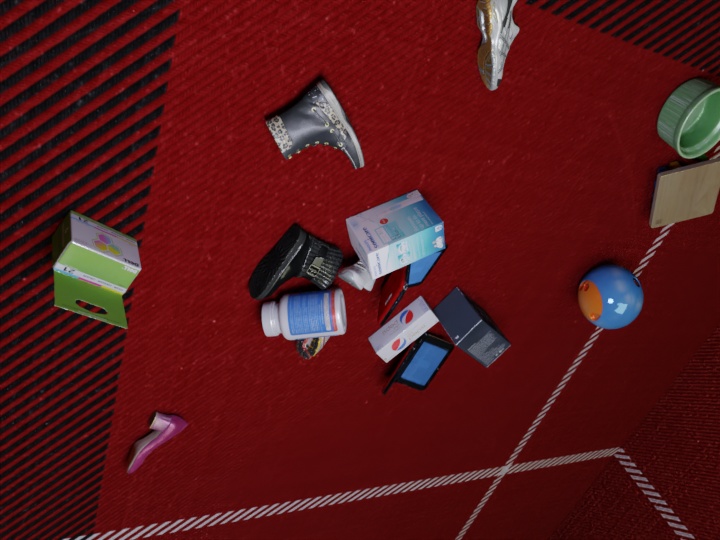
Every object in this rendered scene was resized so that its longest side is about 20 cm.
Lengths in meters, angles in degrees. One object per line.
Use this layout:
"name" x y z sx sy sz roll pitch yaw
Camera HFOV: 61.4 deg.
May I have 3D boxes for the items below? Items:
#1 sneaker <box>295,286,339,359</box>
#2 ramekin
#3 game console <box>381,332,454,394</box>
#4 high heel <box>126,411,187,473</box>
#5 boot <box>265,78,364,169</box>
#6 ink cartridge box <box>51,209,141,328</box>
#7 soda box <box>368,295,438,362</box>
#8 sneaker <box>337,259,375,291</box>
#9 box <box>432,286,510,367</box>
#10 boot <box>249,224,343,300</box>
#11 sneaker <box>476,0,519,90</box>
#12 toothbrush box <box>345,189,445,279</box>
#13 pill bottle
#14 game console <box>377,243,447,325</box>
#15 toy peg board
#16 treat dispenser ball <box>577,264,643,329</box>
"sneaker" -0.102 0.130 1.576 0.203 0.077 0.082 -61 165 15
"ramekin" 0.913 -0.421 1.655 0.195 0.098 0.204 -16 132 -17
"game console" 0.173 0.295 1.817 0.203 0.117 0.172 -60 171 24
"high heel" -0.541 0.463 1.603 0.095 0.067 0.203 26 98 -30
"boot" -0.089 -0.268 1.244 0.151 0.074 0.205 -31 129 1
"ink cartridge box" -0.495 -0.001 1.146 0.076 0.202 0.146 -47 134 15
"soda box" 0.123 0.169 1.730 0.199 0.064 0.068 -39 135 6
"sneaker" 0.000 0.000 1.483 0.082 0.069 0.200 -60 168 6
"box" 0.327 0.168 1.783 0.107 0.150 0.199 -44 135 12
"boot" -0.149 0.008 1.433 0.212 0.080 0.157 -47 134 13
"sneaker" 0.297 -0.482 1.278 0.086 0.076 0.203 -21 134 -11
"toothbrush box" 0.082 -0.087 1.436 0.196 0.148 0.087 -23 134 -8
"pill bottle" -0.136 0.108 1.473 0.194 0.114 0.114 -6 133 5
"game console" 0.132 0.037 1.540 0.116 0.176 0.201 16 144 -9
"toy peg board" 0.973 -0.257 1.847 0.193 0.099 0.203 -13 133 3
"treat dispenser ball" 0.797 0.084 1.936 0.196 0.202 0.205 -15 133 -17
